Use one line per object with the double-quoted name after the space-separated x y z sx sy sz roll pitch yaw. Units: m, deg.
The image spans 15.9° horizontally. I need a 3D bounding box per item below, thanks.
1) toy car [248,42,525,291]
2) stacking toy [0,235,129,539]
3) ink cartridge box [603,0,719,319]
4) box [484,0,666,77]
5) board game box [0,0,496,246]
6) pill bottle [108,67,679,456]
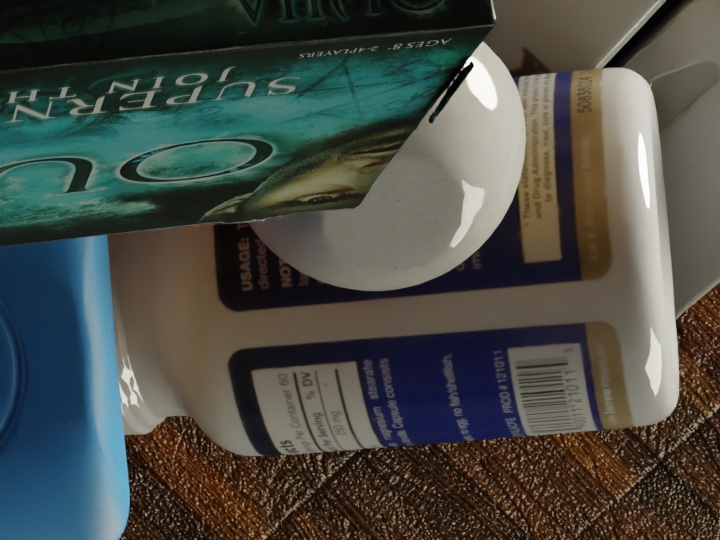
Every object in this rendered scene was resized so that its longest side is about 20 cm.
-0.035 -0.100 0.714 0.176 0.149 0.201 -101 -170 -54 "toy car"
-0.124 0.015 0.750 0.109 0.117 0.200 -5 -173 -4 "stacking toy"
0.156 -0.093 0.956 0.146 0.084 0.200 -44 -174 39 "ink cartridge box"
0.058 -0.191 0.912 0.200 0.199 0.171 -46 -176 23 "box"
-0.083 -0.033 0.564 0.198 0.028 0.135 -6 166 -14 "board game box"
0.000 0.000 0.838 0.198 0.117 0.116 -5 -167 9 "pill bottle"
